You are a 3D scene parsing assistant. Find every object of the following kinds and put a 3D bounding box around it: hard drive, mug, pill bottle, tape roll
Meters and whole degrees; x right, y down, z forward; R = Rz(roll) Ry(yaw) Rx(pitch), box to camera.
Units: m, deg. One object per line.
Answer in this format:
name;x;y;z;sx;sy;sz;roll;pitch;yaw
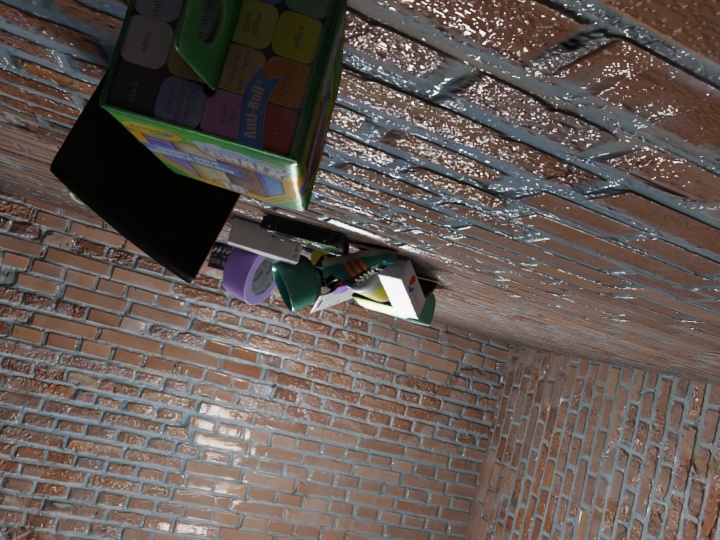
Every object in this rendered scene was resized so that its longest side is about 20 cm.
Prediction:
hard drive;-0.129;-0.082;1.419;0.197;0.038;0.140;16;174;9
mug;0.161;0.100;1.901;0.150;0.116;0.185;13;173;31
mug;-0.186;0.034;1.761;0.113;0.154;0.185;-23;179;-17
pill bottle;0.040;0.020;1.567;0.108;0.111;0.199;12;173;29
tape roll;-0.315;-0.005;1.762;0.084;0.202;0.200;27;178;20

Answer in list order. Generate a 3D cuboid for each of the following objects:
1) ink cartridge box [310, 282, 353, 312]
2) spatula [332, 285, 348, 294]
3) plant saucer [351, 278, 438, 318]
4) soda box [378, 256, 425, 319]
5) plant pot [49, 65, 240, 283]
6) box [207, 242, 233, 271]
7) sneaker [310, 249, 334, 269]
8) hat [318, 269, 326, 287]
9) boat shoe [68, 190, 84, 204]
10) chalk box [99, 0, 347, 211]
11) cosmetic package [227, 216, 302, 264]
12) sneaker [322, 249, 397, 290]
ink cartridge box;-0.064;0.055;1.791;0.198;0.051;0.109;-18;157;-32
spatula;0.000;0.062;1.759;0.198;0.021;0.056;8;145;-38
plant saucer;0.103;0.075;1.715;0.197;0.049;0.200;13;-152;24
soda box;0.109;0.044;1.514;0.067;0.064;0.201;11;151;27
plant pot;-0.222;-0.117;0.666;0.176;0.202;0.199;30;171;-15
box;-0.548;-0.035;2.587;0.131;0.116;0.199;11;172;35
sneaker;-0.052;-0.012;1.717;0.198;0.075;0.082;25;172;-7
hat;-0.119;0.001;1.901;0.197;0.082;0.201;-4;-168;1
boat shoe;-0.760;-0.219;1.702;0.064;0.074;0.200;3;175;11
chalk box;-0.079;-0.131;0.393;0.122;0.126;0.200;16;175;-3
cosmetic package;-0.261;-0.079;1.624;0.197;0.072;0.101;17;174;-11
sneaker;0.000;0.000;1.415;0.197;0.081;0.071;-11;170;26
